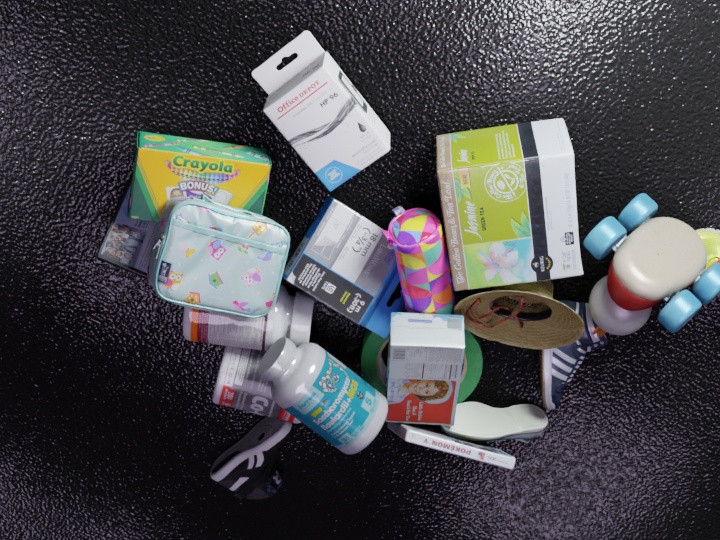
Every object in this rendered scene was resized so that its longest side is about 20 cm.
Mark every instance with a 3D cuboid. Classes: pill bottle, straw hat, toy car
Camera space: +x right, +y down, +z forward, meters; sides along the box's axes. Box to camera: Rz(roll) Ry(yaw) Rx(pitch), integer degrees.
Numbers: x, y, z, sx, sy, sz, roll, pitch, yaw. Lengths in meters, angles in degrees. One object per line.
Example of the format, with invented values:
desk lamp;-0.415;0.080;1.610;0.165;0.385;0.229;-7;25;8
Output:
pill bottle;-0.135;0.185;1.803;0.198;0.114;0.115;15;119;-5
straw hat;0.248;0.041;1.689;0.199;0.086;0.202;10;152;6
pill bottle;-0.061;0.187;1.697;0.199;0.111;0.111;38;115;-18
toy car;0.414;0.027;1.658;0.184;0.176;0.201;47;142;16
pill bottle;-0.175;0.069;1.743;0.198;0.110;0.111;7;120;-1

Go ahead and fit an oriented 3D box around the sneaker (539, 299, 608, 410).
sneaker;0.345;0.138;1.780;0.107;0.070;0.202;-2;116;6

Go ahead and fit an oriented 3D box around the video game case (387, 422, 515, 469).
video game case;0.144;0.283;1.809;0.180;0.200;0.023;16;86;-6

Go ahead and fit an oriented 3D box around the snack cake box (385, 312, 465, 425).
snack cake box;0.099;0.156;1.718;0.114;0.068;0.201;2;137;0

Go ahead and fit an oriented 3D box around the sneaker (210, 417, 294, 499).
sneaker;-0.159;0.330;1.917;0.112;0.073;0.199;41;122;-22

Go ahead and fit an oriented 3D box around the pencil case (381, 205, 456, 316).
pencil case;0.091;-0.006;1.649;0.087;0.089;0.201;-10;137;8

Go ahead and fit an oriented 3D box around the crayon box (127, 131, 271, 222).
crayon box;-0.241;-0.130;1.641;0.198;0.058;0.120;6;120;-15

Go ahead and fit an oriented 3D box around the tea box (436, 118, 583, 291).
tea box;0.217;-0.096;1.616;0.195;0.134;0.202;-8;119;8

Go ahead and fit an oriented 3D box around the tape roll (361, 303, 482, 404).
tape roll;0.100;0.142;1.806;0.198;0.048;0.202;1;120;2

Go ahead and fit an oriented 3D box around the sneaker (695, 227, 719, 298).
sneaker;0.570;0.013;1.686;0.199;0.091;0.078;37;117;-15

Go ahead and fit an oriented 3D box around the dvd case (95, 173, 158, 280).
dvd case;-0.286;-0.045;1.682;0.198;0.144;0.018;24;162;-11

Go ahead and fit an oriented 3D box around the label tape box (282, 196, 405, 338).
label tape box;0.000;0.000;1.689;0.199;0.063;0.145;31;88;-14

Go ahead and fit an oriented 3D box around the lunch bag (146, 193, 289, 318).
lunch bag;-0.210;-0.023;1.617;0.198;0.077;0.162;13;101;-22

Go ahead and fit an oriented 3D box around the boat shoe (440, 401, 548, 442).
boat shoe;0.217;0.264;1.836;0.198;0.073;0.062;1;137;-24

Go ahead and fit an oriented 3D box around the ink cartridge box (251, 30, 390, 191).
ink cartridge box;-0.060;-0.230;1.593;0.116;0.068;0.200;-33;112;19
